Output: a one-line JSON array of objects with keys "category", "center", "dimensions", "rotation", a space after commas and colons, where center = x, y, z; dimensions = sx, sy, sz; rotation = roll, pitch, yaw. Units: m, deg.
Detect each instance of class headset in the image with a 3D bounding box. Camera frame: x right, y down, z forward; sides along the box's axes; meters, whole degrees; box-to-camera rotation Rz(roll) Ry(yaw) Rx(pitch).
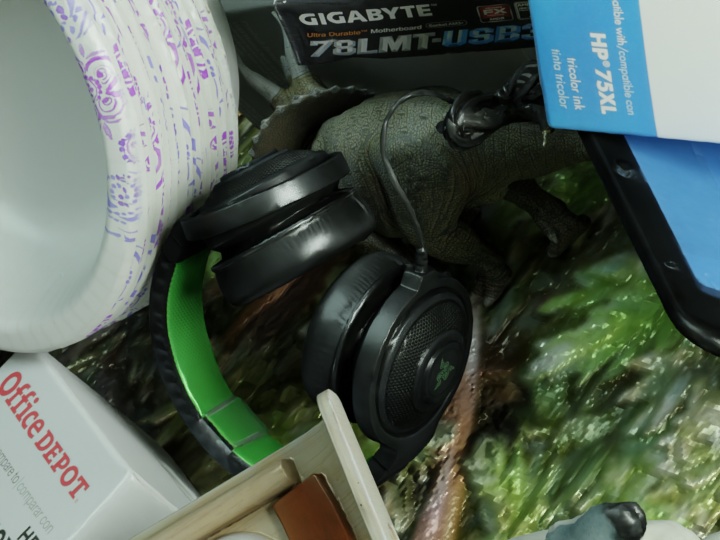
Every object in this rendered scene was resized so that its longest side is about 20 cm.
[{"category": "headset", "center": [0.000, 0.000, 1.096], "dimensions": [0.094, 0.124, 0.200], "rotation": [-31, -17, -46]}]

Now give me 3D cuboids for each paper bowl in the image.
[{"category": "paper bowl", "center": [-0.128, -0.076, 1.184], "dimensions": [0.200, 0.201, 0.104], "rotation": [-10, 14, 45]}]

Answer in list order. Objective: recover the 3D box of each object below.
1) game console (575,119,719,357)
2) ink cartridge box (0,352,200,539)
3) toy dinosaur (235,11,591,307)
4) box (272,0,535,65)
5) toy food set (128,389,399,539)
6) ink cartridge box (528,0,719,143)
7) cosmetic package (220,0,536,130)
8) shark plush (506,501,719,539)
[{"category": "game console", "center": [0.178, -0.048, 0.953], "dimensions": [0.176, 0.116, 0.200], "rotation": [-38, 32, 13]}, {"category": "ink cartridge box", "center": [-0.152, 0.143, 1.161], "dimensions": [0.200, 0.084, 0.145], "rotation": [-46, 31, -1]}, {"category": "toy dinosaur", "center": [0.023, -0.036, 1.143], "dimensions": [0.200, 0.102, 0.077], "rotation": [9, 60, 55]}, {"category": "box", "center": [0.072, -0.176, 1.122], "dimensions": [0.198, 0.050, 0.201], "rotation": [-2, 58, 10]}, {"category": "toy food set", "center": [-0.058, 0.149, 0.989], "dimensions": [0.200, 0.060, 0.144], "rotation": [-31, 71, 23]}, {"category": "ink cartridge box", "center": [0.166, -0.093, 0.946], "dimensions": [0.199, 0.067, 0.116], "rotation": [8, 38, 26]}, {"category": "cosmetic package", "center": [0.020, -0.110, 1.233], "dimensions": [0.200, 0.107, 0.090], "rotation": [-5, 50, 46]}, {"category": "shark plush", "center": [0.057, 0.126, 0.950], "dimensions": [0.199, 0.091, 0.084], "rotation": [-12, 74, 37]}]
